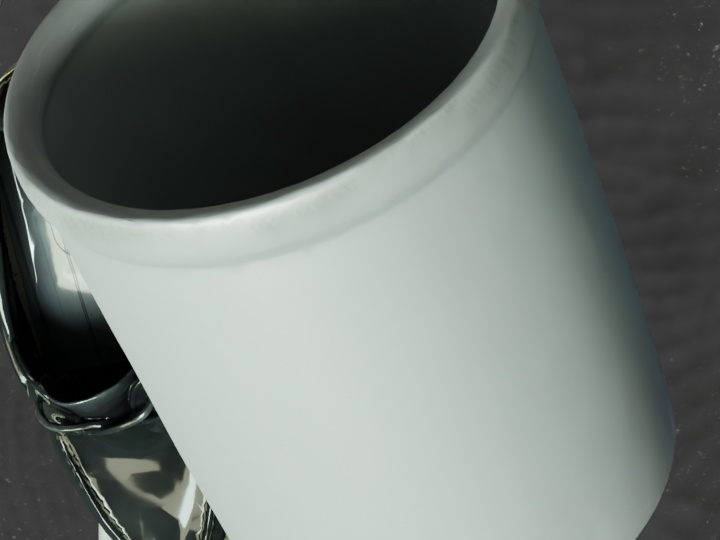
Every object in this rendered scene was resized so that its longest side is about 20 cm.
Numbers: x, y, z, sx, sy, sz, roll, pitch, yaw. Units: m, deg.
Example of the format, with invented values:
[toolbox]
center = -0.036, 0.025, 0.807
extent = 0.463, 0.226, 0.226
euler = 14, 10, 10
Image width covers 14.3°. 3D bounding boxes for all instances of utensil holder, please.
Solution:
[utensil holder]
center = 0.000, 0.000, 0.921
extent = 0.169, 0.170, 0.200
euler = -1, 133, 25

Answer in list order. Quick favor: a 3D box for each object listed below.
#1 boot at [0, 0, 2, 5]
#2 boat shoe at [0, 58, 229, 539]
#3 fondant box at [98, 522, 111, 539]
[boot]
center = -0.189, -0.048, 0.976
extent = 0.072, 0.144, 0.200
euler = 29, 136, -3
[boat shoe]
center = -0.092, 0.025, 1.011
extent = 0.074, 0.066, 0.200
euler = -5, 107, 15
[fondant box]
center = 0.000, 0.109, 1.108
extent = 0.199, 0.058, 0.145
euler = 15, 136, 9
